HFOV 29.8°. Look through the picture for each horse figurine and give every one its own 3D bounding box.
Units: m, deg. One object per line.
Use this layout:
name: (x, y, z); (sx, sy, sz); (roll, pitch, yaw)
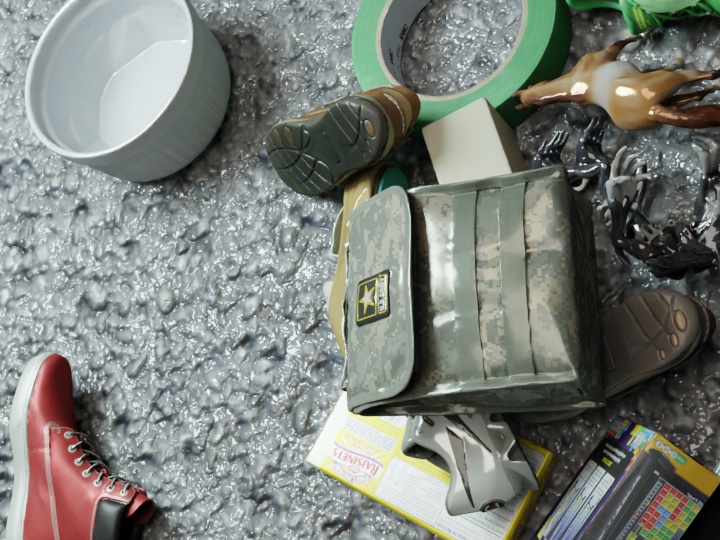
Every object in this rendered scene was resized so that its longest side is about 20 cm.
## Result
horse figurine: (0.228, -0.148, 1.095); (0.132, 0.050, 0.200); (-22, 30, -19)

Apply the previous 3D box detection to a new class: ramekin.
ramekin: (-0.224, -0.184, 1.351); (0.199, 0.105, 0.202); (-10, 67, 23)

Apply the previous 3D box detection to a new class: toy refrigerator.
toy refrigerator: (0.116, -0.036, 1.137); (0.070, 0.076, 0.201); (-25, 63, 17)

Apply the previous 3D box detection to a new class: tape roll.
tape roll: (0.090, -0.214, 1.233); (0.199, 0.048, 0.202); (-10, 67, 24)

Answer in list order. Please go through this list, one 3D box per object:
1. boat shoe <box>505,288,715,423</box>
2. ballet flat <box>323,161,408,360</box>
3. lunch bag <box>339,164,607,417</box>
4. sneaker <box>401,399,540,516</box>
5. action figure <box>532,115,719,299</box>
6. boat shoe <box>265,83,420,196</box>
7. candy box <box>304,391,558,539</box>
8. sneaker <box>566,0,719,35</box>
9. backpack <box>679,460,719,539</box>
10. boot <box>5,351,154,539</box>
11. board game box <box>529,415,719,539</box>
boat shoe: (0.192, 0.074, 1.062); (0.199, 0.073, 0.075); (-24, 69, 41)
ballet flat: (0.000, 0.000, 1.197); (0.063, 0.069, 0.201); (-8, 59, 37)
lunch bag: (0.074, 0.022, 1.017); (0.199, 0.118, 0.165); (-7, 72, 22)
sneaker: (0.063, 0.104, 1.085); (0.088, 0.074, 0.201); (-26, 53, 3)
action figure: (0.229, -0.058, 1.064); (0.200, 0.118, 0.103); (38, 128, 40)
boat shoe: (-0.013, -0.119, 1.212); (0.074, 0.076, 0.200); (-32, 12, -30)
candy box: (0.056, 0.157, 1.124); (0.199, 0.026, 0.103); (24, 82, 32)
sneaker: (0.261, -0.230, 1.137); (0.199, 0.074, 0.084); (18, 72, 40)
backpack: (0.299, 0.204, 0.907); (0.177, 0.151, 0.200); (37, 81, 28)
boot: (-0.251, 0.173, 1.255); (0.143, 0.072, 0.202); (-6, 77, 25)
board game box: (0.169, 0.189, 0.955); (0.057, 0.200, 0.166); (34, 90, 5)
